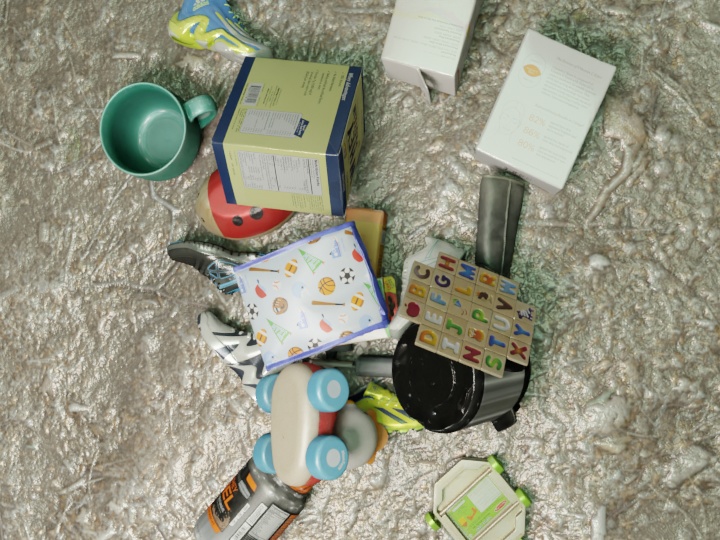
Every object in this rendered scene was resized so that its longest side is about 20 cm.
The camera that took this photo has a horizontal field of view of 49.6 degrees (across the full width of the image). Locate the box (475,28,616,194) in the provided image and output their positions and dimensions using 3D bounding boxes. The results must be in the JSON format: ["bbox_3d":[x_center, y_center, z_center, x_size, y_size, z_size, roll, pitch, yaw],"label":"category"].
[{"bbox_3d":[0.288,-0.246,1.233,0.150,0.106,0.204,25,93,8],"label":"box"}]

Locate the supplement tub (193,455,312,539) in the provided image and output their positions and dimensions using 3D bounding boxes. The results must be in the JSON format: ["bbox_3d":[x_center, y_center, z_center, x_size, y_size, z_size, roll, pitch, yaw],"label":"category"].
[{"bbox_3d":[-0.172,0.391,1.289,0.122,0.122,0.201,42,94,6],"label":"supplement tub"}]

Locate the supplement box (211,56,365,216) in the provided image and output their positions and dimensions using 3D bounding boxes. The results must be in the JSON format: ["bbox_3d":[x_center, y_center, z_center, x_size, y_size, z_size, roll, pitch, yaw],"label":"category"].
[{"bbox_3d":[-0.105,-0.214,1.232,0.194,0.136,0.204,7,54,8],"label":"supplement box"}]

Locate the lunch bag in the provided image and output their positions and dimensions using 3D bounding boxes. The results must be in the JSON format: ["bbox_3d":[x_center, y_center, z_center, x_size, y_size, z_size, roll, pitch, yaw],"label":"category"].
[{"bbox_3d":[-0.067,0.037,1.186,0.196,0.124,0.174,-22,88,16],"label":"lunch bag"}]

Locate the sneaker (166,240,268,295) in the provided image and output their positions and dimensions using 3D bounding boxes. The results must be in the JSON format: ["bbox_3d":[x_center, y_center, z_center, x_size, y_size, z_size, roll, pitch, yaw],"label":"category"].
[{"bbox_3d":[-0.240,-0.002,1.325,0.195,0.073,0.084,12,92,8],"label":"sneaker"}]

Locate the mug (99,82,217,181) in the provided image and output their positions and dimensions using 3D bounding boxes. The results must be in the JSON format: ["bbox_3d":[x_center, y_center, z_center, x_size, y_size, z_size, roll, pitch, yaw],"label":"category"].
[{"bbox_3d":[-0.332,-0.227,1.319,0.180,0.114,0.156,11,91,7],"label":"mug"}]

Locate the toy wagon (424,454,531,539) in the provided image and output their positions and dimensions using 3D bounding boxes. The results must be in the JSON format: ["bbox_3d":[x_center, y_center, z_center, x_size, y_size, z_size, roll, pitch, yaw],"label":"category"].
[{"bbox_3d":[0.207,0.409,1.277,0.155,0.040,0.201,-42,85,6],"label":"toy wagon"}]

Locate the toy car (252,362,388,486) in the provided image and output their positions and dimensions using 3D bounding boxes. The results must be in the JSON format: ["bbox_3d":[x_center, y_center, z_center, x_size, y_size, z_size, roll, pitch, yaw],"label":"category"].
[{"bbox_3d":[-0.038,0.238,1.207,0.182,0.197,0.182,-13,72,50],"label":"toy car"}]

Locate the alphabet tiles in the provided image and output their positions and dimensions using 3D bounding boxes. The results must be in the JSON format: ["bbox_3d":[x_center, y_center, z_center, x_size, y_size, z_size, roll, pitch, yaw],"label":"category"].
[{"bbox_3d":[0.157,0.060,1.123,0.196,0.006,0.169,21,55,0],"label":"alphabet tiles"}]

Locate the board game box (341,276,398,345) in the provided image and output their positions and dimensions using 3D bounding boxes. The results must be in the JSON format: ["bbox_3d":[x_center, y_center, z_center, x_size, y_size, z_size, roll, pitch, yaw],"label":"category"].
[{"bbox_3d":[-0.035,0.071,1.256,0.195,0.030,0.098,-9,90,4],"label":"board game box"}]

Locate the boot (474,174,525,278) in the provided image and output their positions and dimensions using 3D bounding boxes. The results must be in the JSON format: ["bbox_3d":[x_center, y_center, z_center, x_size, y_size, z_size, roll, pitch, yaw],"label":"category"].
[{"bbox_3d":[0.194,-0.048,1.227,0.072,0.180,0.205,16,100,39],"label":"boot"}]

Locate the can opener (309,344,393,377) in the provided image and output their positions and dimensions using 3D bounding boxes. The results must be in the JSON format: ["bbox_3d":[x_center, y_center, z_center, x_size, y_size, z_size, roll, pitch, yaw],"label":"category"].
[{"bbox_3d":[0.010,0.141,1.299,0.194,0.053,0.069,1,91,7],"label":"can opener"}]

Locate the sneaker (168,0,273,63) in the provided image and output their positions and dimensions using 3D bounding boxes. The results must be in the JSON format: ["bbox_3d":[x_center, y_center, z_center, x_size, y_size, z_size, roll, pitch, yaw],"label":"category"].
[{"bbox_3d":[-0.231,-0.420,1.325,0.196,0.076,0.108,18,92,9],"label":"sneaker"}]

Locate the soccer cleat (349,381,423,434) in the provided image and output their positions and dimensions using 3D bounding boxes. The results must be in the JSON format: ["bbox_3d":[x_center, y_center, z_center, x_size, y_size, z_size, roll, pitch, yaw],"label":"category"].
[{"bbox_3d":[0.041,0.226,1.289,0.195,0.065,0.086,-5,87,8],"label":"soccer cleat"}]

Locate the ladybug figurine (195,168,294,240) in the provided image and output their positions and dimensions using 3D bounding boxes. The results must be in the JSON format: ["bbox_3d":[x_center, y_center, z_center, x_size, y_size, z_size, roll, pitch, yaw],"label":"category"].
[{"bbox_3d":[-0.192,-0.125,1.319,0.195,0.072,0.139,-16,87,8],"label":"ladybug figurine"}]

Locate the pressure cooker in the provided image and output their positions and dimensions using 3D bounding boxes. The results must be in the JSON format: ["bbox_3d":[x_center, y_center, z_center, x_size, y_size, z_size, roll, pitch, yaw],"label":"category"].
[{"bbox_3d":[0.165,0.149,1.209,0.176,0.197,0.181,17,102,42],"label":"pressure cooker"}]

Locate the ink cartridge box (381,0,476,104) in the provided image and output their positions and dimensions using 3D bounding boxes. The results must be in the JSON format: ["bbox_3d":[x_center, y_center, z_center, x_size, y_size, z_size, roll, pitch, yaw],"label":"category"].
[{"bbox_3d":[0.114,-0.381,1.248,0.122,0.128,0.205,17,91,8],"label":"ink cartridge box"}]

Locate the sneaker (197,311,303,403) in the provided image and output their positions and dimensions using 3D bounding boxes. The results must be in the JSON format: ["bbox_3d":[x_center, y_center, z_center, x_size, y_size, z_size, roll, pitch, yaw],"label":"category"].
[{"bbox_3d":[-0.177,0.118,1.318,0.129,0.080,0.199,-41,70,-8],"label":"sneaker"}]

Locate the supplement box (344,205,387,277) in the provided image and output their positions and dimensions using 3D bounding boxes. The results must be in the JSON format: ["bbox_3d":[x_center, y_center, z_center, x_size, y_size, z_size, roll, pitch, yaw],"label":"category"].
[{"bbox_3d":[0.000,0.000,1.295,0.065,0.069,0.206,8,89,8],"label":"supplement box"}]

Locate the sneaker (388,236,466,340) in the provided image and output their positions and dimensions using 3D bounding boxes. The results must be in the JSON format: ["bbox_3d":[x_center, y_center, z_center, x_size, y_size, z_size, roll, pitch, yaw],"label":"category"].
[{"bbox_3d":[0.093,0.028,1.255,0.079,0.071,0.201,29,59,15],"label":"sneaker"}]
